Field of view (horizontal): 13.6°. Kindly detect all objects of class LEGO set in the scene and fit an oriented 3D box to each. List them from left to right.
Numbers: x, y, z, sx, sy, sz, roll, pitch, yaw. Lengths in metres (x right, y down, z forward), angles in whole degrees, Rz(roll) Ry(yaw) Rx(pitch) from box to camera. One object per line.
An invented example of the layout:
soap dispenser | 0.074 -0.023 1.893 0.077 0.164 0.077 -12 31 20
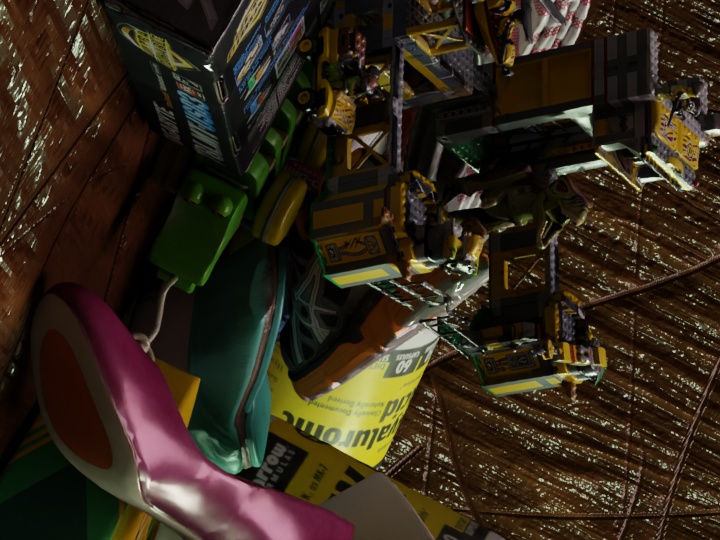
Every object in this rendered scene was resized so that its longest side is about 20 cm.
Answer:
LEGO set | 0.072 -0.040 1.168 0.200 0.115 0.154 44 44 -48

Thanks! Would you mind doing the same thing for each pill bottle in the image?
pill bottle | -0.034 0.144 1.553 0.115 0.199 0.114 -62 175 -9
pill bottle | -0.032 0.075 1.728 0.200 0.111 0.111 -66 174 32

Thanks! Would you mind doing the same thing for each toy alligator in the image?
toy alligator | -0.056 -0.036 1.228 0.200 0.059 0.054 -61 174 -28

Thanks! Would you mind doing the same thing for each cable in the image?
cable | 0.032 -0.104 1.275 0.200 0.050 0.097 84 26 -60

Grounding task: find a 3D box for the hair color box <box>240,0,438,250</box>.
hair color box | -0.002 -0.115 1.358 0.100 0.060 0.200 -52 168 -55

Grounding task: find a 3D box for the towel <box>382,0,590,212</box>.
towel | 0.032 -0.107 1.427 0.030 0.146 0.200 -4 131 -38

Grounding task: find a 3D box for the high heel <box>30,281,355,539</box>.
high heel | -0.066 0.064 1.200 0.096 0.067 0.200 -38 135 -24

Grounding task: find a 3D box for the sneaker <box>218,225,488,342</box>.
sneaker | 0.012 -0.013 1.522 0.199 0.071 0.083 -30 143 4

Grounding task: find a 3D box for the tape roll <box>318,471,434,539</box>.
tape roll | -0.001 0.212 1.383 0.139 0.203 0.203 -30 170 -6

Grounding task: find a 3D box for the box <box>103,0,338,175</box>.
box | -0.020 -0.147 1.097 0.201 0.050 0.199 -62 174 -8

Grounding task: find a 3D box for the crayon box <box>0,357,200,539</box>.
crayon box | -0.142 0.150 1.300 0.173 0.058 0.200 -60 174 -35

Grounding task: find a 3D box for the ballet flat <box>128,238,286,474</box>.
ballet flat | -0.073 0.042 1.376 0.200 0.070 0.068 101 -3 -65

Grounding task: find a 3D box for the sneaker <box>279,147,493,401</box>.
sneaker | 0.000 0.000 1.331 0.078 0.077 0.200 -35 177 -22
